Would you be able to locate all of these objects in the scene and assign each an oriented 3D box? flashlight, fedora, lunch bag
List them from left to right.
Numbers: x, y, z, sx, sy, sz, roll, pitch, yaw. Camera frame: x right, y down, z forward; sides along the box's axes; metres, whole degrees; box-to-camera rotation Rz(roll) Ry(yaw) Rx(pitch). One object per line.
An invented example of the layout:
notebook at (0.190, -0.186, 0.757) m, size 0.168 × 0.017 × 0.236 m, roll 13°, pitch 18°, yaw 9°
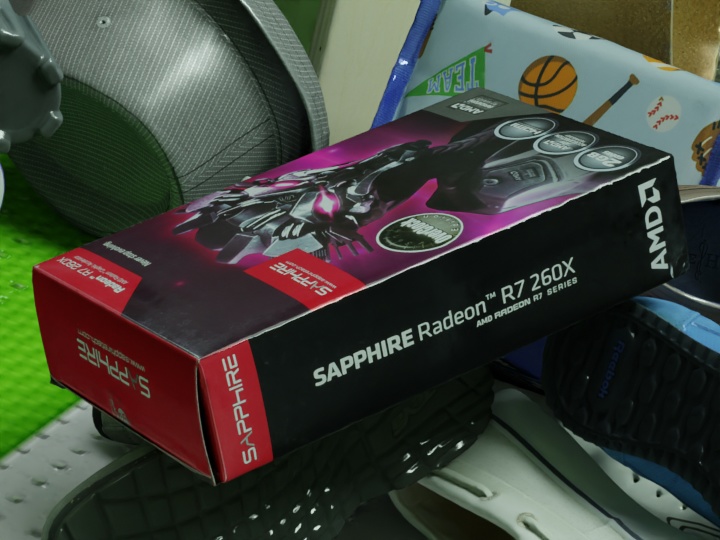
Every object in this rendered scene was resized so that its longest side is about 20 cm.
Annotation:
flashlight at (-0.169, -0.110, 1.226) m, size 0.067 × 0.068 × 0.200 m, roll -16°, pitch 33°, yaw -16°
fedora at (-0.107, -0.080, 1.286) m, size 0.200 × 0.177 × 0.090 m, roll 33°, pitch 58°, yaw 32°
lunch bag at (0.111, -0.019, 1.272) m, size 0.169 × 0.124 × 0.200 m, roll 26°, pitch -2°, yaw 30°

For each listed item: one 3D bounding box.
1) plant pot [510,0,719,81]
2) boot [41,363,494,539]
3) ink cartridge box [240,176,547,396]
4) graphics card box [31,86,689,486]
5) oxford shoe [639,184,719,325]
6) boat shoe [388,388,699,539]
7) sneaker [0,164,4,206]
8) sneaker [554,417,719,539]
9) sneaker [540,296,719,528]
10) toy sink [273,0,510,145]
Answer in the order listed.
plant pot at (0.085, -0.166, 1.565) m, size 0.199 × 0.188 × 0.186 m, roll 5°, pitch 20°, yaw 15°
boot at (-0.058, 0.066, 1.074) m, size 0.199 × 0.068 × 0.130 m, roll -27°, pitch 23°, yaw -35°
ink cartridge box at (0.039, 0.014, 1.162) m, size 0.099 × 0.039 × 0.199 m, roll 30°, pitch -10°, yaw -40°
graphics card box at (0.000, 0.000, 1.032) m, size 0.199 × 0.051 × 0.125 m, roll -22°, pitch 24°, yaw -25°
oxford shoe at (0.185, 0.005, 1.105) m, size 0.199 × 0.072 × 0.073 m, roll 4°, pitch -3°, yaw 3°
boat shoe at (0.077, 0.115, 1.042) m, size 0.070 × 0.071 × 0.200 m, roll -28°, pitch 44°, yaw -19°
sneaker at (-0.212, -0.079, 1.273) m, size 0.199 × 0.081 × 0.146 m, roll 17°, pitch 27°, yaw 19°
sneaker at (0.143, 0.098, 1.098) m, size 0.072 × 0.073 × 0.200 m, roll -12°, pitch 33°, yaw -44°
sneaker at (0.148, 0.067, 1.016) m, size 0.078 × 0.066 × 0.200 m, roll 15°, pitch 16°, yaw -42°
toy sink at (-0.010, -0.142, 1.387) m, size 0.112 × 0.201 × 0.130 m, roll -4°, pitch 30°, yaw -38°
